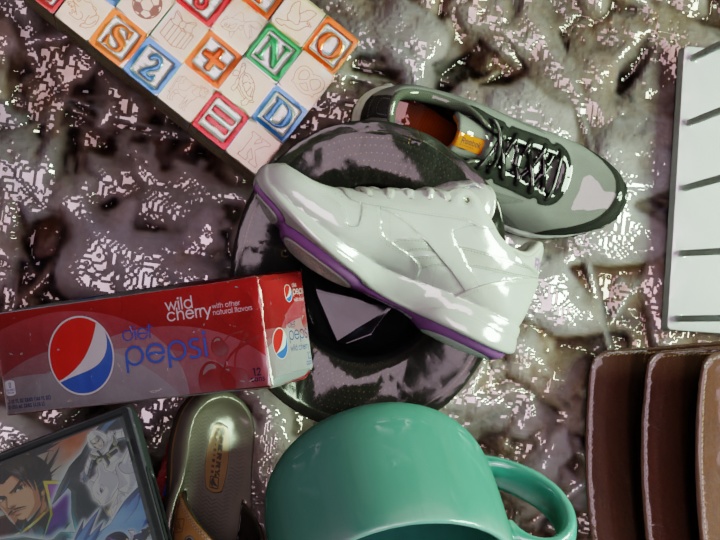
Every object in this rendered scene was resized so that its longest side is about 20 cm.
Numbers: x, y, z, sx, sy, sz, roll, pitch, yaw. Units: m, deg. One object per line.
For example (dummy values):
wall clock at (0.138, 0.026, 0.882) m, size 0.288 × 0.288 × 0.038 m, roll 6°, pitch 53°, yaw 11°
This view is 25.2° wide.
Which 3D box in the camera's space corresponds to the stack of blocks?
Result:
stack of blocks at (-0.114, -0.167, 1.078) m, size 0.199 × 0.059 × 0.116 m, roll 38°, pitch 84°, yaw -5°

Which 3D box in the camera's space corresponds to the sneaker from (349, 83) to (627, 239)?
sneaker at (0.090, -0.073, 1.096) m, size 0.198 × 0.079 × 0.075 m, roll 18°, pitch 85°, yaw -9°

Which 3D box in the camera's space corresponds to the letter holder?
letter holder at (0.233, 0.153, 1.098) m, size 0.140 × 0.101 × 0.203 m, roll -4°, pitch 91°, yaw -6°

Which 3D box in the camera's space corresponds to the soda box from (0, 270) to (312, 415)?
soda box at (-0.132, 0.046, 1.023) m, size 0.198 × 0.063 × 0.071 m, roll -8°, pitch 90°, yaw 24°

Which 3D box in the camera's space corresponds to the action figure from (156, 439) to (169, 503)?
action figure at (-0.114, 0.179, 1.079) m, size 0.065 × 0.052 × 0.202 m, roll 11°, pitch 85°, yaw -3°

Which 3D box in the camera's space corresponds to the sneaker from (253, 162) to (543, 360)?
sneaker at (0.026, -0.026, 1.007) m, size 0.199 × 0.075 × 0.100 m, roll 29°, pitch 84°, yaw -18°

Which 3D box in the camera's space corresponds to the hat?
hat at (0.000, 0.000, 1.077) m, size 0.198 × 0.081 × 0.203 m, roll -1°, pitch 98°, yaw -9°

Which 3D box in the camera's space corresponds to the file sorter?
file sorter at (0.296, -0.054, 1.101) m, size 0.137 × 0.125 × 0.203 m, roll 4°, pitch 89°, yaw -7°

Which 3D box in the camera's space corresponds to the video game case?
video game case at (-0.209, 0.193, 0.976) m, size 0.198 × 0.026 × 0.182 m, roll -21°, pitch 54°, yaw -1°

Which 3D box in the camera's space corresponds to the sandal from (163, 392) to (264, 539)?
sandal at (-0.086, 0.171, 1.017) m, size 0.081 × 0.054 × 0.202 m, roll 23°, pitch 64°, yaw -40°

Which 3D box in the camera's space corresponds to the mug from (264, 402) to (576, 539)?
mug at (0.027, 0.162, 1.036) m, size 0.184 × 0.115 × 0.152 m, roll 21°, pitch 126°, yaw -34°
